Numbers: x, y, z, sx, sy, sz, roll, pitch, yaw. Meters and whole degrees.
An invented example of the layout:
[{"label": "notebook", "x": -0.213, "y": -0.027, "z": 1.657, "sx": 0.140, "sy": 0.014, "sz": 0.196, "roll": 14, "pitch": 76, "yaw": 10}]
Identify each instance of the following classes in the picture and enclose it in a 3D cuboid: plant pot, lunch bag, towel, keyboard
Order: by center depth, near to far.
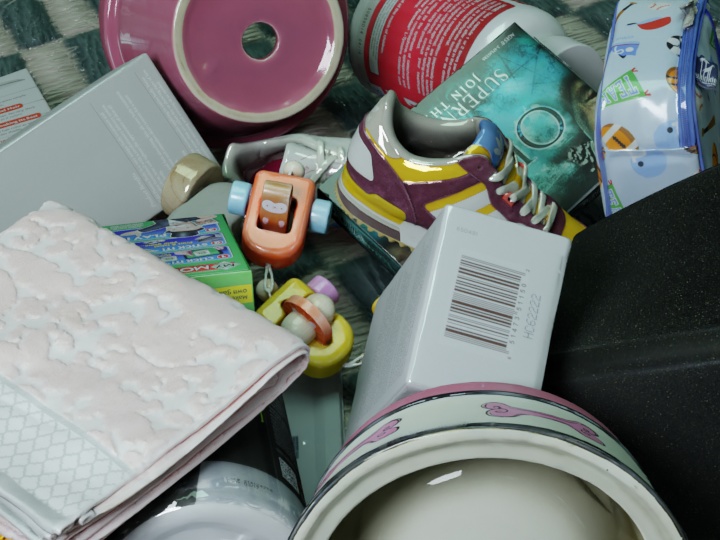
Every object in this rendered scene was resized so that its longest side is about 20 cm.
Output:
[{"label": "towel", "x": -0.160, "y": 0.049, "z": 0.894, "sx": 0.200, "sy": 0.032, "sz": 0.191, "roll": 29, "pitch": 47, "yaw": 27}, {"label": "plant pot", "x": 0.205, "y": 0.057, "z": 0.919, "sx": 0.177, "sy": 0.200, "sz": 0.200, "roll": -6, "pitch": 33, "yaw": 24}, {"label": "keyboard", "x": -0.037, "y": 0.112, "z": 1.051, "sx": 0.056, "sy": 0.011, "sz": 0.200, "roll": -12, "pitch": 34, "yaw": 6}, {"label": "lunch bag", "x": 0.205, "y": -0.080, "z": 1.095, "sx": 0.075, "sy": 0.200, "sz": 0.160, "roll": -1, "pitch": 36, "yaw": 19}, {"label": "plant pot", "x": -0.094, "y": -0.187, "z": 1.280, "sx": 0.200, "sy": 0.200, "sz": 0.179, "roll": -17, "pitch": 15, "yaw": -11}]

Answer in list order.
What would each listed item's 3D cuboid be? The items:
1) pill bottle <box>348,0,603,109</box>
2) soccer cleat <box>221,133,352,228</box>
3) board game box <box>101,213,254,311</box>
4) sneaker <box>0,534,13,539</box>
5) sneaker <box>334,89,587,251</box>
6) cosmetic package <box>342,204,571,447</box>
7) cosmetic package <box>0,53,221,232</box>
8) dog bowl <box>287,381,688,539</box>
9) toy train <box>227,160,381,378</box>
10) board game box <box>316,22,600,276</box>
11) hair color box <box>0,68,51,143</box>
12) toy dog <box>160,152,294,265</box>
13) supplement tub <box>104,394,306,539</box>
[{"label": "pill bottle", "x": 0.092, "y": -0.164, "z": 1.320, "sx": 0.112, "sy": 0.112, "sz": 0.200, "roll": -31, "pitch": 40, "yaw": -28}, {"label": "soccer cleat", "x": -0.009, "y": -0.063, "z": 1.214, "sx": 0.200, "sy": 0.086, "sz": 0.070, "roll": 2, "pitch": 75, "yaw": 25}, {"label": "board game box", "x": -0.173, "y": 0.005, "z": 1.027, "sx": 0.200, "sy": 0.029, "sz": 0.135, "roll": -6, "pitch": 19, "yaw": -10}, {"label": "sneaker", "x": -0.186, "y": 0.143, "z": 0.859, "sx": 0.073, "sy": 0.077, "sz": 0.200, "roll": -52, "pitch": 40, "yaw": -7}, {"label": "sneaker", "x": 0.087, "y": -0.045, "z": 1.076, "sx": 0.200, "sy": 0.090, "sz": 0.075, "roll": 20, "pitch": 38, "yaw": -6}, {"label": "cosmetic package", "x": 0.048, "y": 0.047, "z": 0.931, "sx": 0.071, "sy": 0.200, "sz": 0.102, "roll": 16, "pitch": 73, "yaw": -6}, {"label": "cosmetic package", "x": -0.214, "y": -0.059, "z": 1.211, "sx": 0.200, "sy": 0.107, "sz": 0.090, "roll": -35, "pitch": 12, "yaw": -19}, {"label": "dog bowl", "x": 0.061, "y": 0.142, "z": 0.822, "sx": 0.200, "sy": 0.200, "sz": 0.074, "roll": -6, "pitch": 27, "yaw": 6}, {"label": "toy train", "x": 0.000, "y": 0.000, "z": 1.086, "sx": 0.200, "sy": 0.056, "sz": 0.150, "roll": 16, "pitch": 64, "yaw": 4}, {"label": "board game box", "x": 0.087, "y": -0.070, "z": 1.171, "sx": 0.200, "sy": 0.028, "sz": 0.135, "roll": -42, "pitch": 73, "yaw": -18}, {"label": "hair color box", "x": -0.289, "y": -0.082, "z": 1.341, "sx": 0.111, "sy": 0.064, "sz": 0.200, "roll": -19, "pitch": 37, "yaw": -14}, {"label": "toy dog", "x": -0.126, "y": 0.008, "z": 1.160, "sx": 0.200, "sy": 0.096, "sz": 0.132, "roll": -31, "pitch": 55, "yaw": -21}, {"label": "supplement tub", "x": -0.097, "y": 0.113, "z": 0.962, "sx": 0.122, "sy": 0.123, "sz": 0.200, "roll": -12, "pitch": 34, "yaw": -3}]
